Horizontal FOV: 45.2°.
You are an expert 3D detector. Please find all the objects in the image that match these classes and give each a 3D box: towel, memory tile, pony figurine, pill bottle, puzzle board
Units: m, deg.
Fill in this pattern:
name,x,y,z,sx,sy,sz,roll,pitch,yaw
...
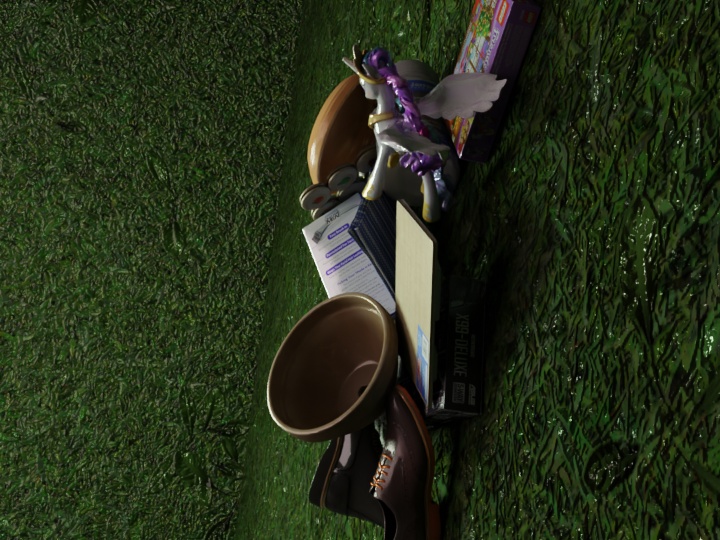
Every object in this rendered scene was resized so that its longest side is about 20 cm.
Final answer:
name,x,y,z,sx,sy,sz,roll,pitch,yaw
towel,0.039,-0.050,1.191,0.024,0.146,0.201,-22,26,24
memory tile,-0.004,-0.112,1.340,0.017,0.152,0.200,59,-174,25
pony figurine,0.064,-0.161,1.029,0.166,0.191,0.202,-42,-42,-31
pill bottle,0.076,-0.200,1.228,0.115,0.112,0.202,113,160,-46
puzzle board,0.067,0.035,1.016,0.151,0.017,0.203,-121,27,-65

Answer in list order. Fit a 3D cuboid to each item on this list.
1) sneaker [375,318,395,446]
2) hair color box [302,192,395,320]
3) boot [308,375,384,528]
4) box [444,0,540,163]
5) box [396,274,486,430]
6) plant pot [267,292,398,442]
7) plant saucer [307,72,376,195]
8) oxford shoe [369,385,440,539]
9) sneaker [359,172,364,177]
name,x,y,z,sx,sy,sz,roll,pitch,yaw
sneaker,0.054,0.168,1.236,0.088,0.076,0.203,27,110,48
hair color box,0.000,0.000,1.287,0.065,0.108,0.202,29,-146,-60
boot,0.028,0.246,1.183,0.077,0.136,0.203,30,-101,-73
box,0.156,-0.256,1.079,0.138,0.038,0.202,-101,23,-55
box,0.095,0.110,1.081,0.200,0.049,0.160,132,145,-68
plant pot,-0.019,0.137,1.120,0.199,0.093,0.203,-26,43,27
plant saucer,-0.022,-0.212,1.308,0.201,0.037,0.201,-53,-19,-28
oxford shoe,0.047,0.241,1.037,0.071,0.071,0.204,175,86,-70
sneaker,0.054,-0.177,1.396,0.200,0.075,0.077,130,148,-63
